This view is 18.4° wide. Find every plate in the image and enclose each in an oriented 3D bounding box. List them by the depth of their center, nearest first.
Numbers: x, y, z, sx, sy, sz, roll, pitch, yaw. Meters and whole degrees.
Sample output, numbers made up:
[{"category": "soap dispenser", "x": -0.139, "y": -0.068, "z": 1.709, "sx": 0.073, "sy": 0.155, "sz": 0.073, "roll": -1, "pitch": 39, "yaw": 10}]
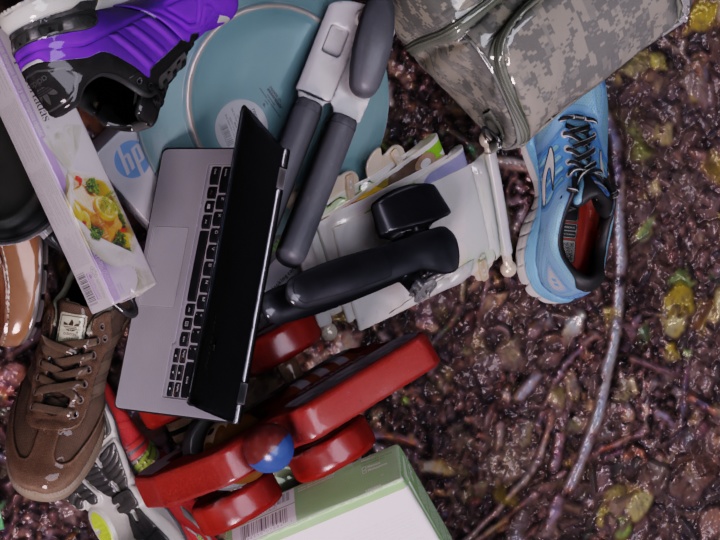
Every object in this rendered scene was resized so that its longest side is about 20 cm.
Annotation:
[{"category": "plate", "x": -0.066, "y": -0.124, "z": 1.606, "sx": 0.199, "sy": 0.026, "sz": 0.202, "roll": -3, "pitch": 96, "yaw": -24}]

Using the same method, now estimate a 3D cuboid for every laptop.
[{"category": "laptop", "x": -0.120, "y": -0.003, "z": 1.461, "sx": 0.116, "sy": 0.199, "sz": 0.189, "roll": 18, "pitch": 79, "yaw": -44}]

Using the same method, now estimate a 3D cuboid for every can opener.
[{"category": "can opener", "x": -0.026, "y": -0.103, "z": 1.571, "sx": 0.053, "sy": 0.067, "sz": 0.201, "roll": 22, "pitch": 77, "yaw": -8}, {"category": "can opener", "x": 0.000, "y": 0.000, "z": 1.589, "sx": 0.200, "sy": 0.063, "sz": 0.079, "roll": -26, "pitch": 79, "yaw": -45}]

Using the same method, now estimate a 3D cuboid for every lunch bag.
[{"category": "lunch bag", "x": 0.132, "y": -0.205, "z": 1.651, "sx": 0.200, "sy": 0.139, "sz": 0.168, "roll": -39, "pitch": 100, "yaw": -15}]

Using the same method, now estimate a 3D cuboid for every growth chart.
[{"category": "growth chart", "x": 0.034, "y": -0.031, "z": 1.665, "sx": 0.199, "sy": 0.018, "sz": 0.146, "roll": -21, "pitch": 118, "yaw": -28}]

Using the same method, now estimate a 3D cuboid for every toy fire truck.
[{"category": "toy fire truck", "x": -0.057, "y": 0.103, "z": 1.543, "sx": 0.199, "sy": 0.168, "sz": 0.113, "roll": -29, "pitch": 94, "yaw": -24}]

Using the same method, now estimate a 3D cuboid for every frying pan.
[{"category": "frying pan", "x": -0.218, "y": -0.057, "z": 1.518, "sx": 0.189, "sy": 0.031, "sz": 0.116, "roll": 28, "pitch": 71, "yaw": -23}]

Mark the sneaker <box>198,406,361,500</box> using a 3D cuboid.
[{"category": "sneaker", "x": -0.017, "y": 0.157, "z": 1.676, "sx": 0.199, "sy": 0.067, "sz": 0.090, "roll": 14, "pitch": 96, "yaw": -20}]

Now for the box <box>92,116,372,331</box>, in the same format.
[{"category": "box", "x": -0.085, "y": -0.064, "z": 1.640, "sx": 0.156, "sy": 0.041, "sz": 0.200, "roll": -45, "pitch": 109, "yaw": -13}]

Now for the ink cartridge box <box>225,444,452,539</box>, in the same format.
[{"category": "ink cartridge box", "x": 0.006, "y": 0.238, "z": 1.646, "sx": 0.145, "sy": 0.048, "sz": 0.201, "roll": -24, "pitch": 122, "yaw": 10}]

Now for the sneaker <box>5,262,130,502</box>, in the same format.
[{"category": "sneaker", "x": -0.205, "y": 0.059, "z": 1.540, "sx": 0.070, "sy": 0.076, "sz": 0.201, "roll": 7, "pitch": 57, "yaw": 8}]

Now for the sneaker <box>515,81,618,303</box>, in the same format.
[{"category": "sneaker", "x": 0.173, "y": -0.074, "z": 1.717, "sx": 0.078, "sy": 0.090, "sz": 0.202, "roll": -1, "pitch": 93, "yaw": -22}]

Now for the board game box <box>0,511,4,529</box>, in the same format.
[{"category": "board game box", "x": -0.343, "y": 0.103, "z": 1.553, "sx": 0.150, "sy": 0.037, "sz": 0.201, "roll": -14, "pitch": 100, "yaw": -20}]

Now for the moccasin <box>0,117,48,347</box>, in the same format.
[{"category": "moccasin", "x": -0.262, "y": -0.046, "z": 1.549, "sx": 0.077, "sy": 0.074, "sz": 0.203, "roll": -10, "pitch": 99, "yaw": -19}]

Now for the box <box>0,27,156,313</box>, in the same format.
[{"category": "box", "x": -0.199, "y": -0.070, "z": 1.494, "sx": 0.039, "sy": 0.041, "sz": 0.201, "roll": -26, "pitch": 92, "yaw": -32}]

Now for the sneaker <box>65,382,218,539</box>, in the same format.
[{"category": "sneaker", "x": -0.168, "y": 0.147, "z": 1.619, "sx": 0.201, "sy": 0.077, "sz": 0.085, "roll": 61, "pitch": 31, "yaw": -2}]

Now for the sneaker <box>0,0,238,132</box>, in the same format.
[{"category": "sneaker", "x": -0.152, "y": -0.143, "z": 1.498, "sx": 0.199, "sy": 0.069, "sz": 0.100, "roll": -18, "pitch": 85, "yaw": -47}]
